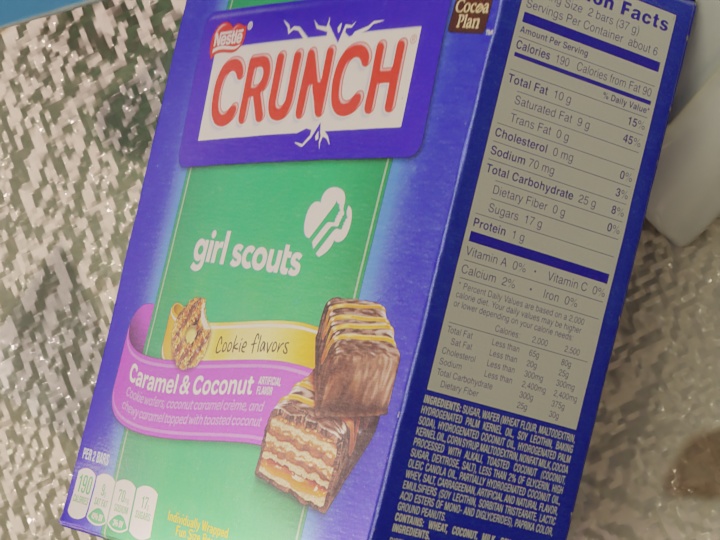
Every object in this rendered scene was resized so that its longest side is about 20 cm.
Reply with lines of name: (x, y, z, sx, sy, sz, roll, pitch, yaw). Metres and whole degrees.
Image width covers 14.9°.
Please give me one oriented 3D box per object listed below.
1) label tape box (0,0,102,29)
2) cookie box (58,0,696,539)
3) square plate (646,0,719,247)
label tape box: (-0.086, -0.145, 0.898, 0.143, 0.066, 0.200, -15, 55, 17)
cookie box: (0.000, 0.000, 0.843, 0.171, 0.075, 0.200, 8, 83, 54)
square plate: (0.081, -0.128, 0.825, 0.028, 0.200, 0.198, -22, 74, -31)
